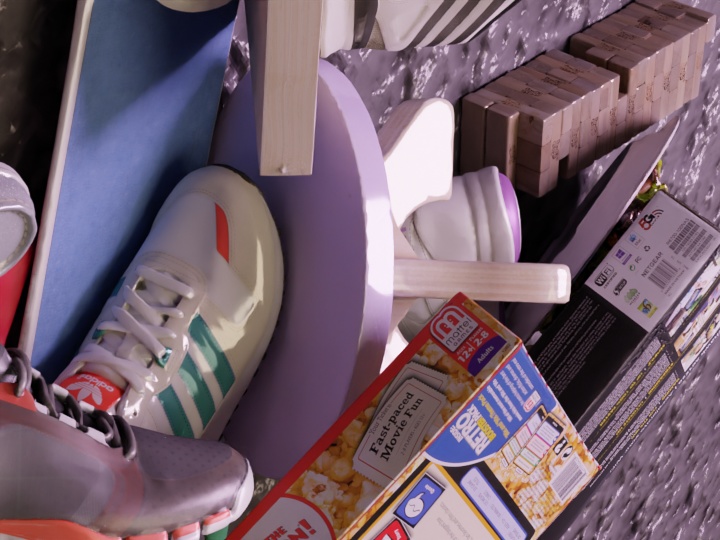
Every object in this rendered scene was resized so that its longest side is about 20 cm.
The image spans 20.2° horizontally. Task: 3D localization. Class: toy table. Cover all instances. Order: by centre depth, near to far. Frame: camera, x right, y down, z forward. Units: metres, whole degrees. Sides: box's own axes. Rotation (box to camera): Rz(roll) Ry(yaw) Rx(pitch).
[{"bbox_3d":[0.000,0.000,1.008,0.117,0.183,0.202,2,101,-44],"label":"toy table"}]

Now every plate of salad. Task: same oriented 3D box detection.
[{"bbox_3d":[0.143,-0.008,1.241,0.201,0.048,0.200,-53,179,-2],"label":"plate of salad"}]

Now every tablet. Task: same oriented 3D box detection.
[{"bbox_3d":[-0.109,-0.043,0.944,0.130,0.014,0.201,-22,128,-59],"label":"tablet"}]

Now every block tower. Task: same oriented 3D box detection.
[{"bbox_3d":[0.142,-0.108,1.240,0.200,0.054,0.058,-33,136,-40],"label":"block tower"}]

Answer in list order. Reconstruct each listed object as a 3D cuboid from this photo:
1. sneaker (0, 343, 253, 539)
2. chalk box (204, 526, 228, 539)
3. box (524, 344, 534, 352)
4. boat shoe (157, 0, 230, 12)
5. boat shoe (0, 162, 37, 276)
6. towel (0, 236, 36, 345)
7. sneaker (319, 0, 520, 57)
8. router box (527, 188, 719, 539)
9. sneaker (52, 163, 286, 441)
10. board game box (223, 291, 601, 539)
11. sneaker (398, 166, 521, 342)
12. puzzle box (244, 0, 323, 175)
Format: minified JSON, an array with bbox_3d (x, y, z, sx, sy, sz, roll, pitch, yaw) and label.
[{"bbox_3d":[-0.136,0.073,0.848,0.199,0.077,0.083,1,99,-25],"label":"sneaker"},{"bbox_3d":[-0.111,0.213,1.022,0.124,0.123,0.201,20,94,-58],"label":"chalk box"},{"bbox_3d":[0.073,0.102,1.232,0.164,0.021,0.200,-47,161,23],"label":"box"},{"bbox_3d":[-0.079,-0.213,0.848,0.071,0.060,0.203,-7,121,-9],"label":"boat shoe"},{"bbox_3d":[-0.200,0.019,0.771,0.201,0.065,0.075,-27,149,-41],"label":"boat shoe"},{"bbox_3d":[-0.222,0.034,0.840,0.199,0.022,0.146,5,105,-56],"label":"towel"},{"bbox_3d":[0.034,-0.189,0.905,0.114,0.076,0.202,-2,128,-8],"label":"sneaker"},{"bbox_3d":[0.136,0.064,1.157,0.200,0.051,0.149,-51,159,-4],"label":"router box"},{"bbox_3d":[-0.099,0.046,0.935,0.201,0.070,0.093,-68,159,5],"label":"sneaker"},{"bbox_3d":[0.016,0.126,0.956,0.200,0.046,0.152,-46,146,-7],"label":"board game box"},{"bbox_3d":[0.036,0.011,1.167,0.099,0.075,0.201,-8,144,-7],"label":"sneaker"},{"bbox_3d":[-0.032,-0.158,0.871,0.201,0.025,0.134,96,-9,-46],"label":"puzzle box"}]
